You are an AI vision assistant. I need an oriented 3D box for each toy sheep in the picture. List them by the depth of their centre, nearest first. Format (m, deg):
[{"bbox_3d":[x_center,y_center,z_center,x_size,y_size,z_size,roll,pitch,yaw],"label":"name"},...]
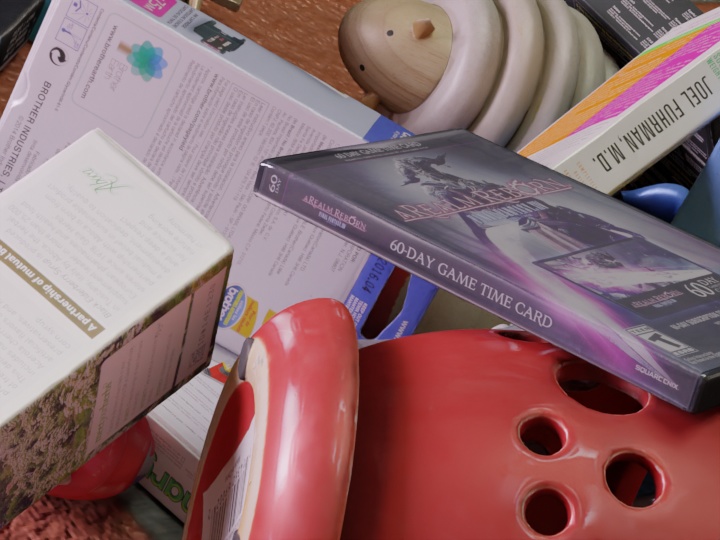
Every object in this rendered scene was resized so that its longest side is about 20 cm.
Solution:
[{"bbox_3d":[0.073,-0.092,1.497,0.200,0.138,0.138,19,28,-30],"label":"toy sheep"}]

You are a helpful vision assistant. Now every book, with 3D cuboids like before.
[{"bbox_3d":[0.123,-0.064,1.338,0.200,0.134,0.048,-36,93,-26],"label":"book"}]

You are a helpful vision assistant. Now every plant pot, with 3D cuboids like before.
[{"bbox_3d":[0.031,0.116,1.044,0.182,0.201,0.201,12,31,-12],"label":"plant pot"}]

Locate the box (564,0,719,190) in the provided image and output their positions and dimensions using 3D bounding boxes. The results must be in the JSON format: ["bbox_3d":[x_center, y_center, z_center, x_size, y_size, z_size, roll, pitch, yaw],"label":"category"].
[{"bbox_3d":[0.153,-0.102,1.561,0.043,0.160,0.200,-34,54,-12],"label":"box"}]

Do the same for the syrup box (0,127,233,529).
[{"bbox_3d":[-0.144,0.042,1.045,0.081,0.079,0.200,40,55,19],"label":"syrup box"}]

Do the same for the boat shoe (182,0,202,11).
[{"bbox_3d":[-0.112,-0.107,1.362,0.072,0.065,0.200,22,52,-9],"label":"boat shoe"}]

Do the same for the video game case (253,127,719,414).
[{"bbox_3d":[0.078,-0.005,1.084,0.200,0.019,0.143,28,22,28],"label":"video game case"}]

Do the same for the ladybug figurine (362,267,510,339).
[{"bbox_3d":[0.000,0.000,1.296,0.072,0.136,0.200,-37,49,-18],"label":"ladybug figurine"}]

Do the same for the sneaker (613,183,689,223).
[{"bbox_3d":[0.082,-0.020,1.429,0.200,0.082,0.074,5,37,-34],"label":"sneaker"}]

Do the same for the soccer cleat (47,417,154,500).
[{"bbox_3d":[-0.170,0.031,1.158,0.200,0.067,0.076,31,-2,16],"label":"soccer cleat"}]

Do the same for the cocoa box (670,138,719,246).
[{"bbox_3d":[0.206,0.018,1.347,0.131,0.200,0.133,35,28,14],"label":"cocoa box"}]

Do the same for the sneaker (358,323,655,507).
[{"bbox_3d":[0.052,0.053,1.182,0.199,0.075,0.087,10,41,-6],"label":"sneaker"}]

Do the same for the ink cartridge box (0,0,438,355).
[{"bbox_3d":[-0.056,-0.034,1.213,0.200,0.120,0.042,31,27,5],"label":"ink cartridge box"}]

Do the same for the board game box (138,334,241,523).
[{"bbox_3d":[-0.057,0.058,1.225,0.200,0.035,0.126,40,31,21],"label":"board game box"}]

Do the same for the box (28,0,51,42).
[{"bbox_3d":[-0.194,-0.183,1.491,0.200,0.049,0.082,34,29,12],"label":"box"}]

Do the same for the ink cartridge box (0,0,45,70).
[{"bbox_3d":[-0.270,-0.132,1.347,0.200,0.043,0.198,27,29,0],"label":"ink cartridge box"}]

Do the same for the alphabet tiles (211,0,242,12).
[{"bbox_3d":[-0.146,-0.198,1.498,0.200,0.008,0.167,25,27,-5],"label":"alphabet tiles"}]
